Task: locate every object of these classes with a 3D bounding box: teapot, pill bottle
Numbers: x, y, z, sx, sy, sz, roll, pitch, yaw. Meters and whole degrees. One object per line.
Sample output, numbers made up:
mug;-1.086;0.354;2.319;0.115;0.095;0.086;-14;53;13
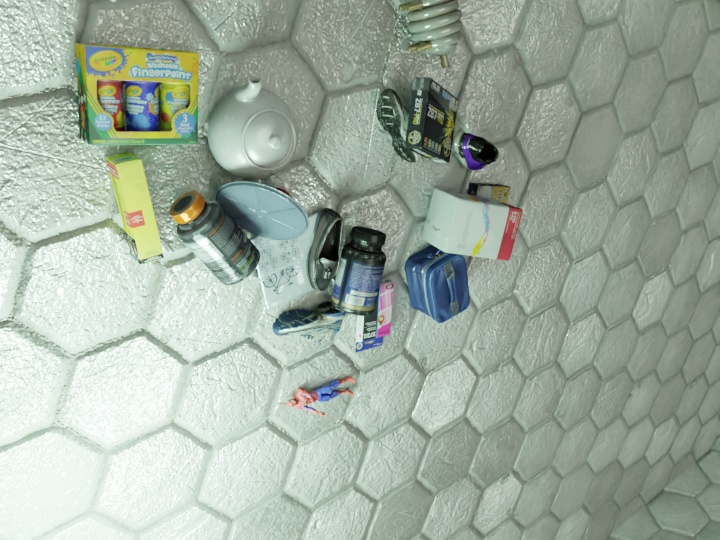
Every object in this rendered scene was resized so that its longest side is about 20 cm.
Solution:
teapot;-0.199;-0.263;1.293;0.200;0.146;0.198;22;95;-42
pill bottle;0.000;0.000;1.579;0.111;0.112;0.201;3;108;-38
pill bottle;-0.300;-0.070;1.323;0.106;0.106;0.200;-46;130;-13

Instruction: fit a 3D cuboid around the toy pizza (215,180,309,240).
toy pizza;-0.199;-0.128;1.335;0.200;0.200;0.032;42;53;-40

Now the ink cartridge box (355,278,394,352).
ink cartridge box;0.036;0.124;1.712;0.094;0.037;0.201;-11;117;-34

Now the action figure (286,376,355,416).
action figure;-0.090;0.331;1.665;0.199;0.099;0.066;-8;112;-32

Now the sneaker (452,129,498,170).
sneaker;0.312;-0.296;1.672;0.200;0.099;0.070;15;95;-62

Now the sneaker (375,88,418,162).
sneaker;0.100;-0.353;1.539;0.079;0.074;0.200;-52;137;-20

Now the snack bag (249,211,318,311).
snack bag;-0.159;-0.017;1.510;0.188;0.021;0.201;-24;122;-28

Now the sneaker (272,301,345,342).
sneaker;-0.122;0.141;1.572;0.199;0.077;0.086;-10;119;-34

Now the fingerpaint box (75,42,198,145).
fingerpaint box;-0.397;-0.314;1.166;0.199;0.073;0.168;-8;113;-35

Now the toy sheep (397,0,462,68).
toy sheep;0.166;-0.556;1.460;0.138;0.138;0.201;-29;120;-25

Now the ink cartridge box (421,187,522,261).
ink cartridge box;0.288;-0.121;1.698;0.199;0.145;0.145;6;105;-24

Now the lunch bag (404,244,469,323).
lunch bag;0.215;0.030;1.742;0.136;0.132;0.201;-29;125;-25

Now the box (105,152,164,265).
box;-0.427;-0.117;1.228;0.050;0.075;0.201;-20;121;-29

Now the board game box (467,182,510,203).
board game box;0.348;-0.145;1.834;0.135;0.035;0.201;-3;110;-37

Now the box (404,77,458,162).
box;0.171;-0.351;1.537;0.200;0.049;0.162;4;92;-63

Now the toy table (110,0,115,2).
toy table;-0.383;-0.541;1.024;0.117;0.184;0.200;36;98;-25

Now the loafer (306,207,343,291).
loafer;-0.079;-0.042;1.506;0.072;0.063;0.201;-5;111;-37
